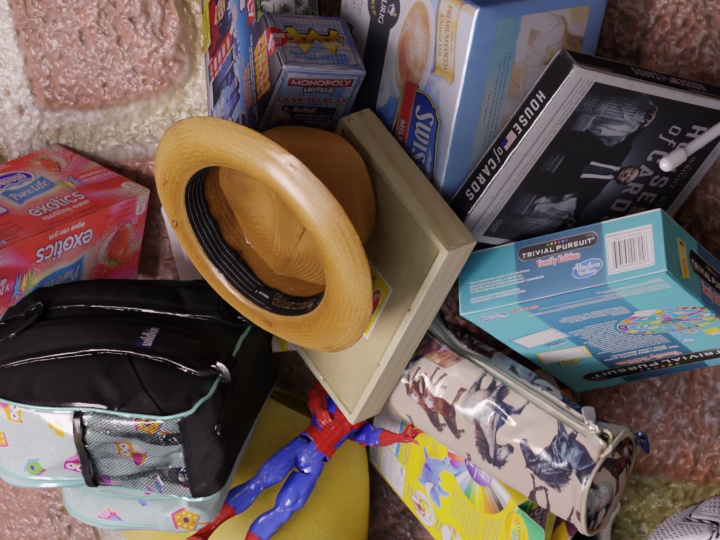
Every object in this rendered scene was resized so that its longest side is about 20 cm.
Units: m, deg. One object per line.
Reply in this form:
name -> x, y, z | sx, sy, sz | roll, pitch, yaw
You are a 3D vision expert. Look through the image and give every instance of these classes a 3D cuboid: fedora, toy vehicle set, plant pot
fedora -> -0.047, -0.039, 1.538 | 0.200, 0.082, 0.201 | 33, 148, 23
toy vehicle set -> 0.000, 0.000, 1.608 | 0.125, 0.026, 0.200 | 53, 142, 21
plant pot -> -0.071, 0.169, 1.797 | 0.199, 0.200, 0.143 | 26, 95, 10

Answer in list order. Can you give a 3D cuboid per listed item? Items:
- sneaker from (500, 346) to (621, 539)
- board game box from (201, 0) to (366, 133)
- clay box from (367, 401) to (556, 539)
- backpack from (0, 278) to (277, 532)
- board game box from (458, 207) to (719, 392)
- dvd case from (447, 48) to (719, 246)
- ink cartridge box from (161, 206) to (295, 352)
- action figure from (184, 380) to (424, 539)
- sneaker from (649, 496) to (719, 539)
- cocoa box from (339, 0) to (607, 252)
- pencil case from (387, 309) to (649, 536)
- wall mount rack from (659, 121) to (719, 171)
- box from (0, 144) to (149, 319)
sneaker -> 0.152, 0.145, 1.732 | 0.090, 0.075, 0.201 | 21, 133, 52
board game box -> -0.055, -0.147, 1.620 | 0.061, 0.202, 0.200 | 1, 162, -18
clay box -> 0.082, 0.157, 1.727 | 0.200, 0.047, 0.115 | 47, 144, 35
backpack -> -0.172, 0.091, 1.673 | 0.198, 0.176, 0.154 | 8, 128, 12
board game box -> 0.177, 0.025, 1.627 | 0.150, 0.200, 0.047 | -12, 67, 25
dvd case -> 0.163, -0.073, 1.587 | 0.151, 0.199, 0.025 | -55, 51, 25
ink cartridge box -> -0.064, -0.001, 1.775 | 0.199, 0.067, 0.118 | -7, 109, 24
action figure -> -0.031, 0.140, 1.681 | 0.065, 0.200, 0.099 | 49, 151, -18
sneaker -> 0.315, 0.226, 1.717 | 0.199, 0.075, 0.116 | -9, 105, 21
cocoa box -> 0.067, -0.121, 1.613 | 0.131, 0.133, 0.201 | 34, 125, 39
pencil case -> 0.103, 0.099, 1.640 | 0.199, 0.078, 0.090 | 32, 128, 26
wall mount rack -> 0.306, -0.065, 1.584 | 0.173, 0.075, 0.201 | -26, 101, 12
box -> -0.264, -0.014, 1.764 | 0.102, 0.200, 0.095 | 26, 120, 26
